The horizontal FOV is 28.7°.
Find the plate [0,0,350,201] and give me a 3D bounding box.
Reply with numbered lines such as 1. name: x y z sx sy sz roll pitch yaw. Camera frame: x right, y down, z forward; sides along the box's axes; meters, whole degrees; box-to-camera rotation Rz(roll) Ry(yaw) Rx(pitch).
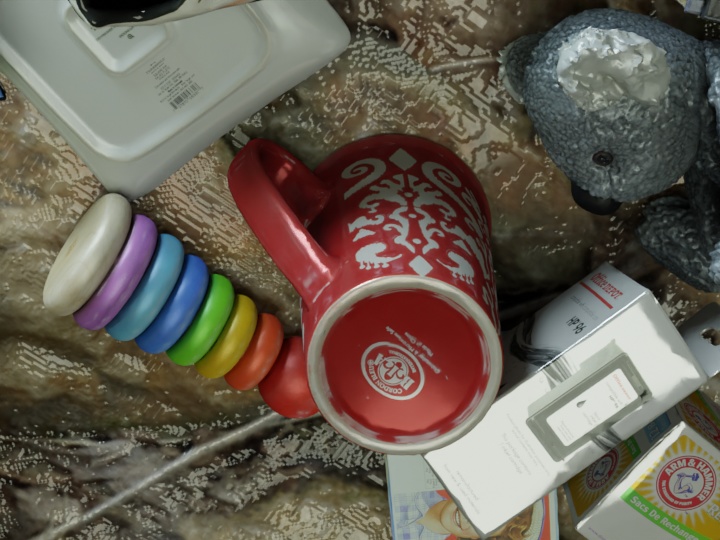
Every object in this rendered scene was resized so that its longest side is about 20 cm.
1. plate: -0.139 -0.151 0.828 0.199 0.032 0.200 -32 114 24

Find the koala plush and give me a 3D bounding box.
1. koala plush: 0.181 -0.091 0.821 0.198 0.177 0.185 21 97 -9

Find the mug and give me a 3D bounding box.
1. mug: 0.001 0.011 0.834 0.176 0.200 0.135 8 113 -5

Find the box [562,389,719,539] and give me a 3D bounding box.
1. box: 0.239 0.165 0.951 0.199 0.113 0.101 38 107 -14

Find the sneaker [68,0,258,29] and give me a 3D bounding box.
1. sneaker: -0.064 -0.167 0.745 0.198 0.080 0.074 -16 116 7

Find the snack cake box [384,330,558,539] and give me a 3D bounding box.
1. snack cake box: 0.075 0.147 0.964 0.114 0.067 0.202 -6 113 -1

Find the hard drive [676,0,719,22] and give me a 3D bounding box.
1. hard drive: 0.207 -0.247 0.764 0.037 0.140 0.202 11 111 -6

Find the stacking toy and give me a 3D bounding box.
1. stacking toy: -0.102 0.036 0.913 0.199 0.086 0.086 34 108 -20

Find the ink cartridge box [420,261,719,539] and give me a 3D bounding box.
1. ink cartridge box: 0.129 0.061 0.838 0.199 0.116 0.068 -35 99 3

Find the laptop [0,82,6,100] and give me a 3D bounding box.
1. laptop: -0.321 -0.156 0.803 0.199 0.116 0.188 -23 111 8
